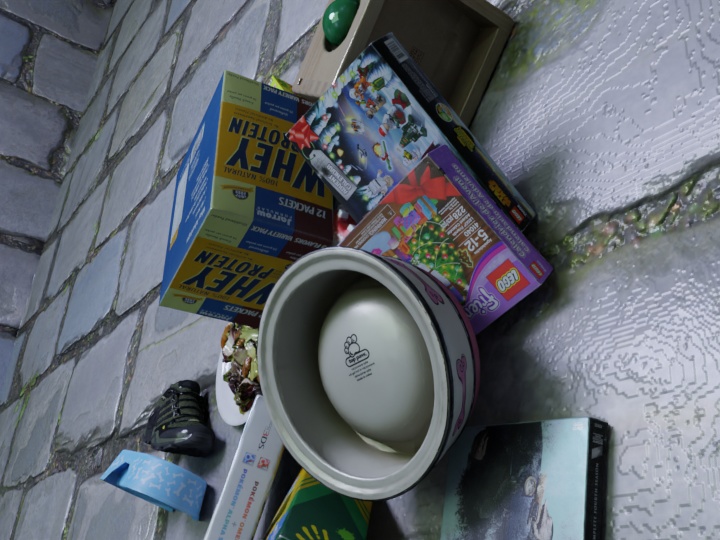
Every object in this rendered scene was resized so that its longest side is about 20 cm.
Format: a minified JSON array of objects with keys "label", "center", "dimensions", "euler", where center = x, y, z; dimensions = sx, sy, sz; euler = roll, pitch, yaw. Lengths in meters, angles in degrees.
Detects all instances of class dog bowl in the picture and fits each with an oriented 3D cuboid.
[{"label":"dog bowl","center":[-0.275,0.285,1.061],"dimensions":[0.200,0.111,0.050],"euler":[-14,47,55]},{"label":"dog bowl","center":[0.009,0.078,0.642],"dimensions":[0.199,0.074,0.201],"euler":[7,101,40]}]

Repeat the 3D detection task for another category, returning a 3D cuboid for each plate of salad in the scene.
[{"label":"plate of salad","center":[-0.149,0.100,1.025],"dimensions":[0.200,0.048,0.201],"euler":[-36,42,42]}]

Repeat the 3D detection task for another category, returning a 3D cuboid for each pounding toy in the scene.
[{"label":"pounding toy","center":[0.022,-0.243,0.807],"dimensions":[0.142,0.199,0.185],"euler":[32,99,60]}]

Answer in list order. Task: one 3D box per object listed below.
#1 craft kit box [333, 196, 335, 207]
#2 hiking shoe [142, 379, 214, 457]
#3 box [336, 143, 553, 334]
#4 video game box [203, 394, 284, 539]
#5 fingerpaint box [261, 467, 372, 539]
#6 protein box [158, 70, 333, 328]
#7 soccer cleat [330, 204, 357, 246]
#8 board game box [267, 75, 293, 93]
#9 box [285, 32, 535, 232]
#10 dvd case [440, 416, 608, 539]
[{"label":"craft kit box","center":[-0.099,-0.097,1.074],"dimensions":[0.197,0.048,0.201],"euler":[-27,50,53]},{"label":"hiking shoe","center":[-0.254,0.202,1.104],"dimensions":[0.200,0.075,0.101],"euler":[-7,69,58]},{"label":"box","center":[0.047,0.008,0.683],"dimensions":[0.200,0.137,0.039],"euler":[-44,-5,37]},{"label":"video game box","center":[-0.118,0.233,0.792],"dimensions":[0.200,0.047,0.183],"euler":[114,173,-70]},{"label":"fingerpaint box","center":[-0.068,0.281,0.681],"dimensions":[0.201,0.073,0.167],"euler":[-63,0,12]},{"label":"protein box","center":[-0.132,-0.074,0.908],"dimensions":[0.199,0.134,0.201],"euler":[-49,34,46]},{"label":"soccer cleat","center":[0.000,0.000,0.827],"dimensions":[0.085,0.068,0.200],"euler":[-65,29,23]},{"label":"board game box","center":[-0.137,-0.155,1.082],"dimensions":[0.201,0.047,0.102],"euler":[-59,31,17]},{"label":"box","center":[0.040,-0.087,0.701],"dimensions":[0.137,0.200,0.040],"euler":[-37,4,44]},{"label":"dvd case","center":[0.108,0.209,0.561],"dimensions":[0.146,0.022,0.201],"euler":[-20,56,53]}]
